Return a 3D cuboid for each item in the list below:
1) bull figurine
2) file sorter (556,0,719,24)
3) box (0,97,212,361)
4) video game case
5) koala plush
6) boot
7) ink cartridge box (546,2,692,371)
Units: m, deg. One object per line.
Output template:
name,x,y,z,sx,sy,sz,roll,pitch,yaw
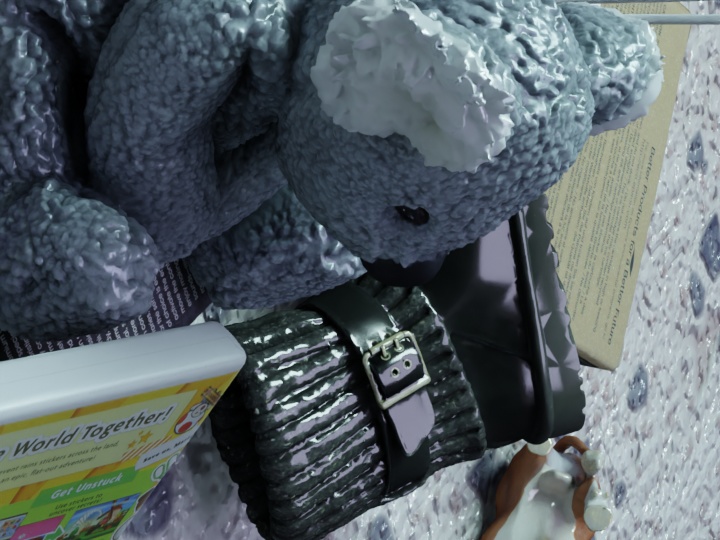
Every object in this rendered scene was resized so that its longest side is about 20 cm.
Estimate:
bull figurine,0.088,0.177,1.057,0.122,0.065,0.202,103,-2,-72
file sorter,0.097,-0.184,0.844,0.199,0.124,0.140,8,87,-52
box,-0.121,-0.012,0.739,0.200,0.036,0.144,-49,133,-43
video game case,-0.144,0.097,0.640,0.199,0.023,0.182,-10,141,-56
koala plush,-0.009,-0.065,0.689,0.177,0.199,0.186,-9,102,-56
boot,0.001,0.001,0.859,0.157,0.079,0.213,-16,95,-15
ink cartridge box,0.087,-0.067,1.015,0.164,0.075,0.202,29,71,-56
